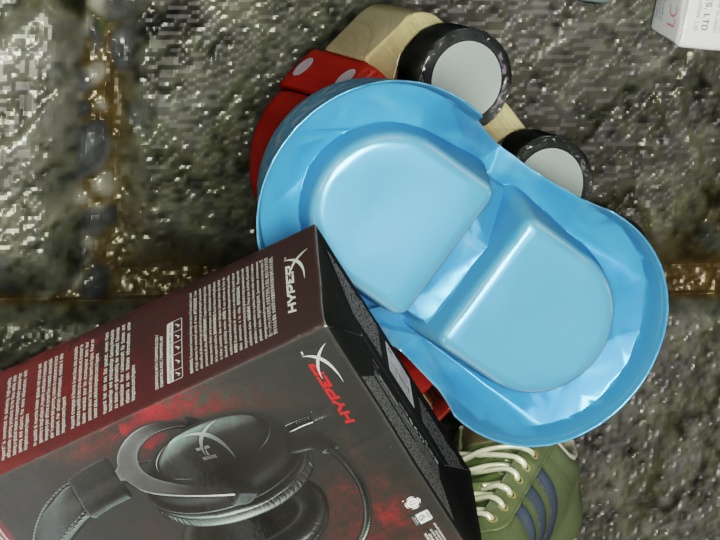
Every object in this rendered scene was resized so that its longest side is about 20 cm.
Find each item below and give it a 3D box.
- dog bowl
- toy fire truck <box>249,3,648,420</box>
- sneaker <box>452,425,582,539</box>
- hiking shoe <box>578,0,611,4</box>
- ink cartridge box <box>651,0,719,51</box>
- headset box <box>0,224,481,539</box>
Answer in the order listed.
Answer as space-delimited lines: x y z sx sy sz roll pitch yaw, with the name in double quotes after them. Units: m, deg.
0.039 -0.008 1.083 0.200 0.050 0.112 34 97 -24 "dog bowl"
0.000 0.000 1.157 0.200 0.129 0.176 -45 115 -10 "toy fire truck"
0.056 0.107 1.180 0.067 0.200 0.090 1 92 22 "sneaker"
0.085 -0.149 1.125 0.199 0.087 0.075 0 110 -7 "hiking shoe"
0.245 -0.159 1.213 0.199 0.042 0.120 5 107 -16 "ink cartridge box"
-0.070 0.093 1.049 0.199 0.077 0.149 -25 122 11 "headset box"
